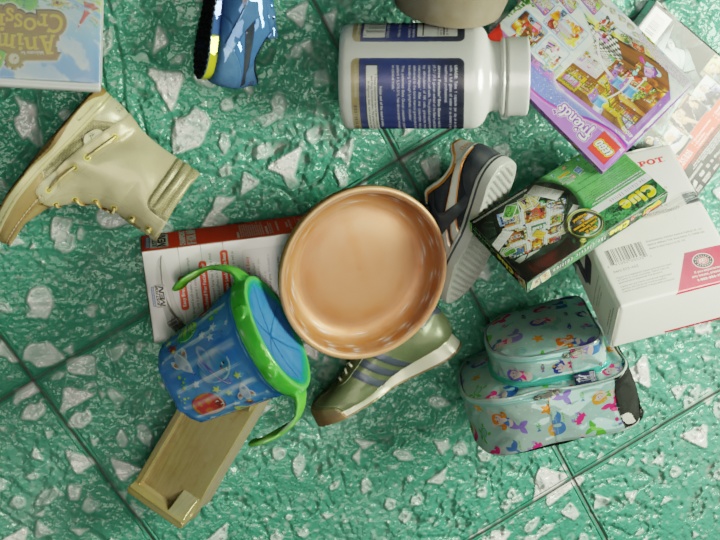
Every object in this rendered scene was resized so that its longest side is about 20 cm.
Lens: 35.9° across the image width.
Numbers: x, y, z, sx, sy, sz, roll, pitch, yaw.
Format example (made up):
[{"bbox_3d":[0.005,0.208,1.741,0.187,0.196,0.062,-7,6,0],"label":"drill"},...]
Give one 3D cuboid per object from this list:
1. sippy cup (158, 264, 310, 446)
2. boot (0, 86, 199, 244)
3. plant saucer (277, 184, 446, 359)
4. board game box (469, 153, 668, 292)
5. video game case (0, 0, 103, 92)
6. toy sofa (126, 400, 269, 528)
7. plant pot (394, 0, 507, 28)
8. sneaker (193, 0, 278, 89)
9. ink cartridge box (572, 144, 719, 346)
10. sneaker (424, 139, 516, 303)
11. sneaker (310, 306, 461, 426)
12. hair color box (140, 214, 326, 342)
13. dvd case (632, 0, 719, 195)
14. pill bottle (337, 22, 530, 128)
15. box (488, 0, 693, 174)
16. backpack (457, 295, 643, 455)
[{"bbox_3d":[-0.142,0.094,1.199,0.130,0.179,0.140,-27,142,12],"label":"sippy cup"},{"bbox_3d":[-0.287,-0.075,1.201,0.155,0.073,0.200,40,91,-16],"label":"boot"},{"bbox_3d":[0.000,0.000,1.245,0.198,0.037,0.202,-7,110,-19],"label":"plant saucer"},{"bbox_3d":[0.230,-0.065,1.228,0.199,0.105,0.024,-31,146,-15],"label":"board game box"},{"bbox_3d":[-0.361,-0.278,1.123,0.198,0.022,0.184,1,95,-11],"label":"video game case"},{"bbox_3d":[-0.185,0.195,1.320,0.082,0.098,0.201,32,101,6],"label":"toy sofa"},{"bbox_3d":[0.098,-0.352,1.134,0.198,0.201,0.175,-1,127,-10],"label":"plant pot"},{"bbox_3d":[-0.121,-0.292,1.169,0.078,0.066,0.202,4,109,-24],"label":"sneaker"},{"bbox_3d":[0.317,-0.032,1.262,0.143,0.201,0.085,-13,144,-6],"label":"ink cartridge box"},{"bbox_3d":[0.115,-0.060,1.287,0.078,0.079,0.201,-23,140,-45],"label":"sneaker"},{"bbox_3d":[0.015,0.099,1.329,0.199,0.067,0.090,-29,104,0],"label":"sneaker"},{"bbox_3d":[-0.144,0.008,1.264,0.198,0.064,0.112,-7,111,-10],"label":"hair color box"},{"bbox_3d":[0.371,-0.201,1.312,0.199,0.022,0.147,32,100,-20],"label":"dvd case"},{"bbox_3d":[0.079,-0.206,1.183,0.198,0.111,0.112,1,109,5],"label":"pill bottle"},{"bbox_3d":[0.245,-0.225,1.226,0.137,0.039,0.200,-44,84,6],"label":"box"},{"bbox_3d":[0.213,0.129,1.314,0.198,0.178,0.152,-21,108,8],"label":"backpack"}]
